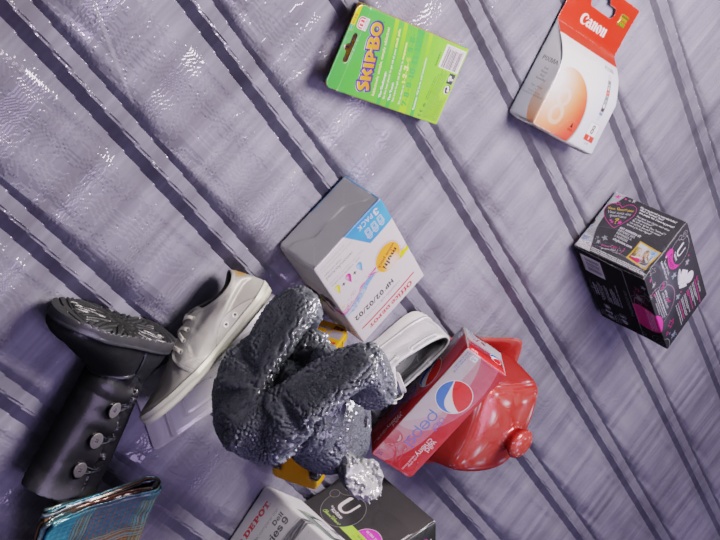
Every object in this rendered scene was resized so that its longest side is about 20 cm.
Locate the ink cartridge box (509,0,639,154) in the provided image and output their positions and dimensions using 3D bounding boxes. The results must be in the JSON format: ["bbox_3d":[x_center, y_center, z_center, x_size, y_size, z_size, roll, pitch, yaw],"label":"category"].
[{"bbox_3d":[0.293,-0.262,1.666,0.162,0.050,0.201,16,107,-51],"label":"ink cartridge box"}]

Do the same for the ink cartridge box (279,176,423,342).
[{"bbox_3d":[0.000,0.000,1.520,0.115,0.068,0.200,-47,141,-12],"label":"ink cartridge box"}]

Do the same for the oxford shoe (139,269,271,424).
[{"bbox_3d":[-0.176,0.079,1.387,0.058,0.075,0.200,41,78,-12],"label":"oxford shoe"}]

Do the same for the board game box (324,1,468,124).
[{"bbox_3d":[0.038,-0.229,1.434,0.200,0.030,0.096,9,108,-52],"label":"board game box"}]

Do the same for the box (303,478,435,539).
[{"bbox_3d":[0.011,0.394,1.742,0.124,0.148,0.201,-27,134,-30],"label":"box"}]

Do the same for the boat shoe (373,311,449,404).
[{"bbox_3d":[0.033,0.137,1.650,0.200,0.068,0.072,-38,138,-23],"label":"boat shoe"}]

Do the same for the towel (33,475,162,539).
[{"bbox_3d":[-0.301,0.310,1.414,0.146,0.022,0.201,-14,140,-40],"label":"towel"}]

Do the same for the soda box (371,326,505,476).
[{"bbox_3d":[0.099,0.173,1.688,0.070,0.063,0.200,34,109,-16],"label":"soda box"}]

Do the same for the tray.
[{"bbox_3d":[-0.161,0.118,1.468,0.200,0.022,0.108,-35,136,-26],"label":"tray"}]

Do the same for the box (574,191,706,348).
[{"bbox_3d":[0.417,-0.001,1.914,0.115,0.132,0.200,-49,142,-14],"label":"box"}]

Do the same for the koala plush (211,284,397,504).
[{"bbox_3d":[-0.052,0.158,1.399,0.184,0.177,0.200,-44,142,-10],"label":"koala plush"}]

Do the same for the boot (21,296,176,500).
[{"bbox_3d":[-0.293,0.136,1.314,0.165,0.066,0.201,23,103,-50],"label":"boot"}]

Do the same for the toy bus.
[{"bbox_3d":[-0.062,0.163,1.556,0.078,0.065,0.201,-53,154,-55],"label":"toy bus"}]

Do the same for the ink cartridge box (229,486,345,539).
[{"bbox_3d":[-0.079,0.387,1.602,0.146,0.200,0.084,-56,139,-1],"label":"ink cartridge box"}]

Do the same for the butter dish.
[{"bbox_3d":[0.175,0.206,1.787,0.199,0.148,0.201,4,113,-47],"label":"butter dish"}]
